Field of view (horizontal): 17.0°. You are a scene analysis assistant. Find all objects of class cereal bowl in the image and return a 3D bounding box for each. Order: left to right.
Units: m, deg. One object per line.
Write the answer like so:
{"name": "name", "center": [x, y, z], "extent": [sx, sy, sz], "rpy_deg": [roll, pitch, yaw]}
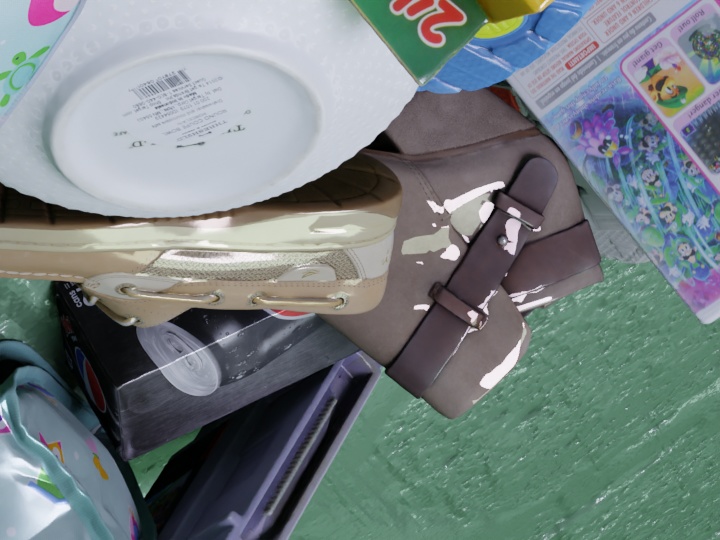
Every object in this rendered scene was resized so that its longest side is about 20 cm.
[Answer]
{"name": "cereal bowl", "center": [-0.063, -0.079, 0.828], "extent": [0.198, 0.084, 0.201], "rpy_deg": [-7, 149, -4]}

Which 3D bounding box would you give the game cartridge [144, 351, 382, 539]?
{"name": "game cartridge", "center": [-0.065, 0.108, 1.100], "extent": [0.129, 0.038, 0.200], "rpy_deg": [-31, -164, 34]}

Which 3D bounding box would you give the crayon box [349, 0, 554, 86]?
{"name": "crayon box", "center": [0.058, -0.169, 0.752], "extent": [0.200, 0.127, 0.051], "rpy_deg": [-44, -169, -9]}

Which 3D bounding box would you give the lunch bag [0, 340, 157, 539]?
{"name": "lunch bag", "center": [-0.181, 0.121, 1.037], "extent": [0.170, 0.122, 0.200], "rpy_deg": [-35, -174, 0]}

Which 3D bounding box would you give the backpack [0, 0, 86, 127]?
{"name": "backpack", "center": [-0.160, -0.116, 0.677], "extent": [0.177, 0.151, 0.200], "rpy_deg": [9, 126, -51]}

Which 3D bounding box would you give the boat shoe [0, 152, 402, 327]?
{"name": "boat shoe", "center": [-0.083, -0.007, 0.935], "extent": [0.198, 0.071, 0.065], "rpy_deg": [1, 121, -10]}

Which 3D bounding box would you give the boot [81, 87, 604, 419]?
{"name": "boot", "center": [0.000, 0.000, 1.013], "extent": [0.199, 0.147, 0.070], "rpy_deg": [-37, -175, -3]}

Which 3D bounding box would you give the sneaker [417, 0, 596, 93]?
{"name": "sneaker", "center": [0.068, -0.138, 0.949], "extent": [0.199, 0.083, 0.071], "rpy_deg": [-32, 123, 26]}

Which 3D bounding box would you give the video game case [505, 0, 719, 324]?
{"name": "video game case", "center": [0.163, -0.104, 0.986], "extent": [0.200, 0.182, 0.024], "rpy_deg": [-37, -173, 21]}

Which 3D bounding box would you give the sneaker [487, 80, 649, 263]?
{"name": "sneaker", "center": [0.111, -0.088, 1.106], "extent": [0.082, 0.077, 0.200], "rpy_deg": [-58, 153, -24]}

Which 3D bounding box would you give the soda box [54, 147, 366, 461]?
{"name": "soda box", "center": [-0.034, 0.006, 1.079], "extent": [0.199, 0.063, 0.071], "rpy_deg": [-26, 151, -17]}
